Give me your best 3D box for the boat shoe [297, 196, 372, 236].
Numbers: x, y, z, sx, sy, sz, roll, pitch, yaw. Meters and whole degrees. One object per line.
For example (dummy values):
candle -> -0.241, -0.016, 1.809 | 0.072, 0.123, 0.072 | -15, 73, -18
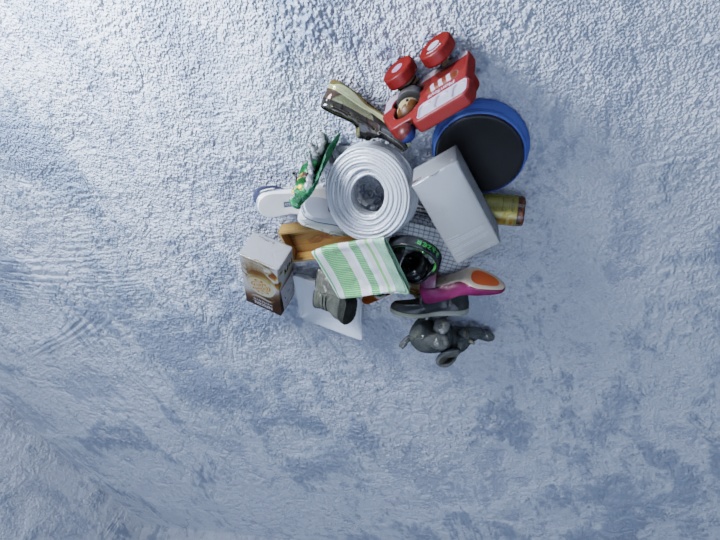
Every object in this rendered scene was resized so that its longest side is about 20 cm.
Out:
boat shoe -> -0.048, -0.109, 1.345 | 0.194, 0.073, 0.070 | 7, 151, -27

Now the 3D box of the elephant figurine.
elephant figurine -> 0.230, 0.183, 1.576 | 0.153, 0.145, 0.198 | 12, 165, 48

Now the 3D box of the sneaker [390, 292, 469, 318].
sneaker -> 0.166, 0.053, 1.466 | 0.192, 0.075, 0.110 | -3, 102, 3

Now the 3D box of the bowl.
bowl -> 0.236, -0.238, 1.191 | 0.193, 0.040, 0.204 | 9, 137, 8

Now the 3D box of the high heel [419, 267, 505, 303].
high heel -> 0.227, 0.045, 1.350 | 0.194, 0.068, 0.098 | 13, 133, 24

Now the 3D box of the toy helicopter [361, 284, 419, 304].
toy helicopter -> 0.085, 0.040, 1.502 | 0.194, 0.081, 0.133 | 17, 132, -21

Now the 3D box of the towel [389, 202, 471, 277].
towel -> 0.161, -0.066, 1.362 | 0.193, 0.087, 0.168 | 12, 139, 1

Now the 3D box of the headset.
headset -> 0.092, -0.007, 1.307 | 0.121, 0.096, 0.199 | 29, 154, -17

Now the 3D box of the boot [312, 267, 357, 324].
boot -> -0.058, 0.018, 1.455 | 0.129, 0.067, 0.206 | 27, 111, 34

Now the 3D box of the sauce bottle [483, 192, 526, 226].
sauce bottle -> 0.251, -0.134, 1.278 | 0.193, 0.067, 0.067 | 6, 138, 12

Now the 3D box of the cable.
cable -> 0.022, -0.163, 1.246 | 0.193, 0.069, 0.207 | -5, 104, 22

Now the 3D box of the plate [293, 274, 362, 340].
plate -> -0.080, 0.092, 1.603 | 0.194, 0.033, 0.203 | 19, 145, 15

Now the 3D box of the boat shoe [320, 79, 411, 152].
boat shoe -> 0.010, -0.287, 1.172 | 0.197, 0.073, 0.066 | 35, 93, -8

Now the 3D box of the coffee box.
coffee box -> -0.234, 0.012, 1.531 | 0.111, 0.081, 0.203 | 21, 145, 12

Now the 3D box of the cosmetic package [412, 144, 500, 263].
cosmetic package -> 0.191, -0.129, 1.195 | 0.104, 0.091, 0.203 | -23, 114, 21

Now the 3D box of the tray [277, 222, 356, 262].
tray -> -0.093, -0.077, 1.458 | 0.193, 0.038, 0.100 | -5, 134, 22

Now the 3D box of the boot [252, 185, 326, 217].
boot -> -0.146, -0.166, 1.365 | 0.193, 0.091, 0.075 | -1, 113, -20

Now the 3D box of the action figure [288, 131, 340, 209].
action figure -> -0.106, -0.197, 1.214 | 0.054, 0.204, 0.117 | 35, 134, -22

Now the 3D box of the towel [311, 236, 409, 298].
towel -> 0.000, 0.000, 1.307 | 0.195, 0.024, 0.155 | -4, 129, 36

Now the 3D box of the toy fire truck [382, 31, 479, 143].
toy fire truck -> 0.117, -0.305, 1.060 | 0.196, 0.171, 0.112 | -23, 127, 34
